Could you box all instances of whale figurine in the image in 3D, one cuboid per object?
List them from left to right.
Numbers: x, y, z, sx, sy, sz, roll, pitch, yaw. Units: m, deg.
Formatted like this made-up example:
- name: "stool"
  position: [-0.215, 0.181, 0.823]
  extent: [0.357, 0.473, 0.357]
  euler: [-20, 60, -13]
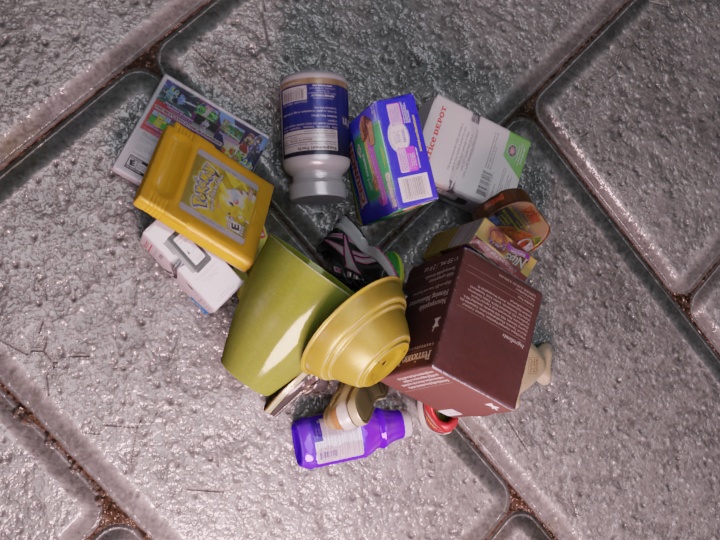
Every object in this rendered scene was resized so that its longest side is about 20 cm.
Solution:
- name: "whale figurine"
  position: [0.258, 0.163, 1.532]
  extent: [0.198, 0.103, 0.162]
  euler: [3, 88, -42]

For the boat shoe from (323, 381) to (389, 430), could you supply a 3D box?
- name: "boat shoe"
  position: [-0.007, 0.194, 1.401]
  extent: [0.068, 0.200, 0.076]
  euler: [-21, 97, 20]

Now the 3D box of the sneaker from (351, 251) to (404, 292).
- name: "sneaker"
  position: [0.011, 0.053, 1.457]
  extent: [0.083, 0.074, 0.202]
  euler: [30, 77, -18]

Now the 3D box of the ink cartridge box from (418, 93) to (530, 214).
- name: "ink cartridge box"
  position: [0.180, -0.195, 1.530]
  extent: [0.198, 0.084, 0.148]
  euler: [23, 78, -16]

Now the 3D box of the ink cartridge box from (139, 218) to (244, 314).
- name: "ink cartridge box"
  position: [-0.277, -0.029, 1.346]
  extent: [0.068, 0.116, 0.200]
  euler: [-43, 98, -17]

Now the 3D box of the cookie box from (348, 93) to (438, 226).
- name: "cookie box"
  position: [0.041, -0.174, 1.421]
  extent: [0.074, 0.200, 0.174]
  euler: [-13, 89, -17]

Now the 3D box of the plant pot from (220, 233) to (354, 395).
- name: "plant pot"
  position: [-0.118, 0.081, 1.320]
  extent: [0.186, 0.187, 0.201]
  euler: [35, 91, -12]

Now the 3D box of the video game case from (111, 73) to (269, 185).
- name: "video game case"
  position: [-0.270, -0.189, 1.404]
  extent: [0.198, 0.023, 0.184]
  euler: [29, 71, -13]

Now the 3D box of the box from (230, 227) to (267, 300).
- name: "box"
  position: [-0.165, 0.025, 1.413]
  extent: [0.074, 0.050, 0.203]
  euler: [-17, 90, -18]

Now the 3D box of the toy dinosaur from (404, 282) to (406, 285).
- name: "toy dinosaur"
  position: [0.112, 0.067, 1.461]
  extent: [0.100, 0.058, 0.203]
  euler: [16, 56, -12]

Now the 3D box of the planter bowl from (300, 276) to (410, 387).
- name: "planter bowl"
  position: [0.013, 0.110, 1.282]
  extent: [0.199, 0.201, 0.084]
  euler: [-36, 68, -18]

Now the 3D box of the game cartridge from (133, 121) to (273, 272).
- name: "game cartridge"
  position: [-0.232, -0.116, 1.326]
  extent: [0.199, 0.032, 0.178]
  euler: [34, 44, -26]

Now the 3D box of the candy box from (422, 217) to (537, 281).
- name: "candy box"
  position: [0.195, -0.020, 1.459]
  extent: [0.116, 0.200, 0.057]
  euler: [38, 76, -12]

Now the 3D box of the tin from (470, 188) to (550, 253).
- name: "tin"
  position: [0.260, -0.078, 1.502]
  extent: [0.111, 0.200, 0.042]
  euler: [-28, 61, 15]

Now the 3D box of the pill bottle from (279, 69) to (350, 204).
- name: "pill bottle"
  position: [-0.074, -0.215, 1.431]
  extent: [0.114, 0.116, 0.204]
  euler: [-1, 86, -18]

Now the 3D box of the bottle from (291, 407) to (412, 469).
- name: "bottle"
  position: [-0.012, 0.269, 1.435]
  extent: [0.197, 0.065, 0.085]
  euler: [-9, 83, -19]

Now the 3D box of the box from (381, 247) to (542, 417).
- name: "box"
  position: [0.156, 0.102, 1.359]
  extent: [0.163, 0.165, 0.203]
  euler: [29, 65, -21]

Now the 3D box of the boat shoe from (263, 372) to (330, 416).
- name: "boat shoe"
  position: [-0.072, 0.168, 1.402]
  extent: [0.066, 0.072, 0.201]
  euler: [42, 93, -12]

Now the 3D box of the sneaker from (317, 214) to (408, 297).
- name: "sneaker"
  position: [0.000, 0.000, 1.425]
  extent: [0.086, 0.200, 0.081]
  euler: [-40, 136, -4]

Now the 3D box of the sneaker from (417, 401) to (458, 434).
- name: "sneaker"
  position: [0.129, 0.177, 1.479]
  extent: [0.076, 0.085, 0.203]
  euler: [-15, 88, -19]
